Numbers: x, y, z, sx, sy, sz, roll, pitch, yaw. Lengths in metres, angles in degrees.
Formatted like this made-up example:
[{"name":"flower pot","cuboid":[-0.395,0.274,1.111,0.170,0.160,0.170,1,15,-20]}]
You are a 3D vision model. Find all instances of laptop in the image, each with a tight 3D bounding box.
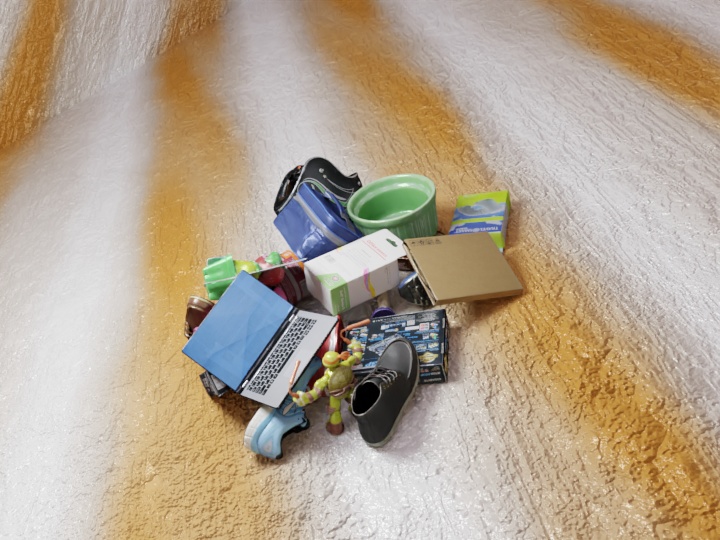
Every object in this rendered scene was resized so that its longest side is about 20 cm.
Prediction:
[{"name":"laptop","cuboid":[-0.174,0.113,1.463,0.198,0.116,0.189,6,56,52]}]

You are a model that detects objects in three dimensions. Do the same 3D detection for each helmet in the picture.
[{"name":"helmet","cuboid":[-0.086,-0.157,1.963,0.201,0.189,0.202,-49,23,29]}]

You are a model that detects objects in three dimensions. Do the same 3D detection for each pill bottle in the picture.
[{"name":"pill bottle","cuboid":[-0.196,0.048,1.775,0.199,0.111,0.109,-34,36,-26]}]

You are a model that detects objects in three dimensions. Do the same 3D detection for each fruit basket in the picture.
[{"name":"fruit basket","cuboid":[-0.210,-0.002,1.643,0.197,0.095,0.185,-20,2,-10]}]

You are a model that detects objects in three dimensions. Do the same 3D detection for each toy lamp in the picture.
[{"name":"toy lamp","cuboid":[0.044,0.041,1.728,0.057,0.059,0.201,-13,34,5]}]

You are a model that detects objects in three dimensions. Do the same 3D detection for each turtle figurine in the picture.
[{"name":"turtle figurine","cuboid":[-0.030,0.188,1.435,0.064,0.163,0.200,17,45,39]}]

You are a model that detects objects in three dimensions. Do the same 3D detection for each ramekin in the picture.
[{"name":"ramekin","cuboid":[0.077,-0.118,1.846,0.196,0.099,0.201,-12,32,8]}]

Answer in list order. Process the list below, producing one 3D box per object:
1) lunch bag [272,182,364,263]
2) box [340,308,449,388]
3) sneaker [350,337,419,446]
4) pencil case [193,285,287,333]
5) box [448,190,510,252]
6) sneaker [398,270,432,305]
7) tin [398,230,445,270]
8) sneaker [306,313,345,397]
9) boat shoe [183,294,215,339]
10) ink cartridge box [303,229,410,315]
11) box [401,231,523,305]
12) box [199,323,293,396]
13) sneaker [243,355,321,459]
[{"name":"lunch bag","cuboid":[-0.082,-0.091,1.788,0.133,0.135,0.200,-47,45,8]},{"name":"box","cuboid":[0.064,0.147,1.564,0.196,0.047,0.160,-9,33,13]},{"name":"sneaker","cuboid":[0.045,0.182,1.417,0.073,0.107,0.202,6,55,21]},{"name":"pencil case","cuboid":[-0.231,0.107,1.637,0.198,0.092,0.093,-27,28,-28]},{"name":"box","cuboid":[0.260,-0.102,1.853,0.120,0.048,0.201,-5,33,19]},{"name":"sneaker","cuboid":[0.149,0.007,1.725,0.198,0.080,0.088,-28,26,-32]},{"name":"tin","cuboid":[0.099,-0.045,1.851,0.197,0.042,0.113,2,41,28]},{"name":"sneaker","cuboid":[-0.090,0.159,1.590,0.113,0.079,0.201,-8,32,11]},{"name":"boat shoe","cuboid":[-0.315,0.111,1.682,0.071,0.201,0.068,20,64,3]},{"name":"ink cartridge box","cuboid":[0.000,0.000,1.686,0.198,0.068,0.117,-24,38,-22]},{"name":"box","cuboid":[0.199,-0.007,1.652,0.197,0.021,0.165,-6,49,-25]},{"name":"box","cuboid":[-0.200,0.166,1.584,0.198,0.050,0.158,-29,0,-19]},{"name":"sneaker","cuboid":[-0.118,0.239,1.471,0.089,0.079,0.202,28,70,10]}]
